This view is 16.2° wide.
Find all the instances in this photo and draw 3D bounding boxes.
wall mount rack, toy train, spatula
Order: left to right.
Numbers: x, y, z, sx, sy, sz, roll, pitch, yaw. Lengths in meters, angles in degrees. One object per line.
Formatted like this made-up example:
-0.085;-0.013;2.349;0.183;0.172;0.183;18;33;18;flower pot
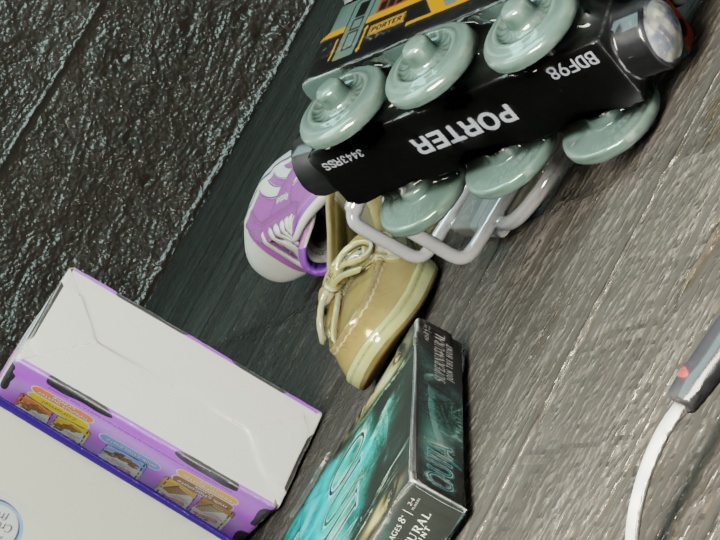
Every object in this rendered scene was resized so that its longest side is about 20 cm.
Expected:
0.063;-0.086;1.220;0.174;0.074;0.200;-60;8;-4;wall mount rack
0.056;-0.090;1.072;0.200;0.085;0.114;-20;36;39;toy train
0.087;0.054;0.711;0.200;0.021;0.057;-59;6;2;spatula

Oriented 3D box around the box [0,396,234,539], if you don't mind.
-0.177;0.174;1.411;0.105;0.184;0.200;-61;8;-23;box

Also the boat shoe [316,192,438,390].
0.001;-0.002;1.350;0.073;0.063;0.201;-56;8;27;boat shoe

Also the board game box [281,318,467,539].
0.000;0.110;1.060;0.135;0.028;0.200;-59;7;15;board game box

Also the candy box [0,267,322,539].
-0.138;0.103;1.478;0.072;0.167;0.200;-64;8;-31;candy box

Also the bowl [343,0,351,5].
0.042;-0.220;1.829;0.201;0.090;0.201;-58;7;11;bowl

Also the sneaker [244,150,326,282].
-0.037;-0.029;1.705;0.201;0.073;0.114;-52;14;49;sneaker
